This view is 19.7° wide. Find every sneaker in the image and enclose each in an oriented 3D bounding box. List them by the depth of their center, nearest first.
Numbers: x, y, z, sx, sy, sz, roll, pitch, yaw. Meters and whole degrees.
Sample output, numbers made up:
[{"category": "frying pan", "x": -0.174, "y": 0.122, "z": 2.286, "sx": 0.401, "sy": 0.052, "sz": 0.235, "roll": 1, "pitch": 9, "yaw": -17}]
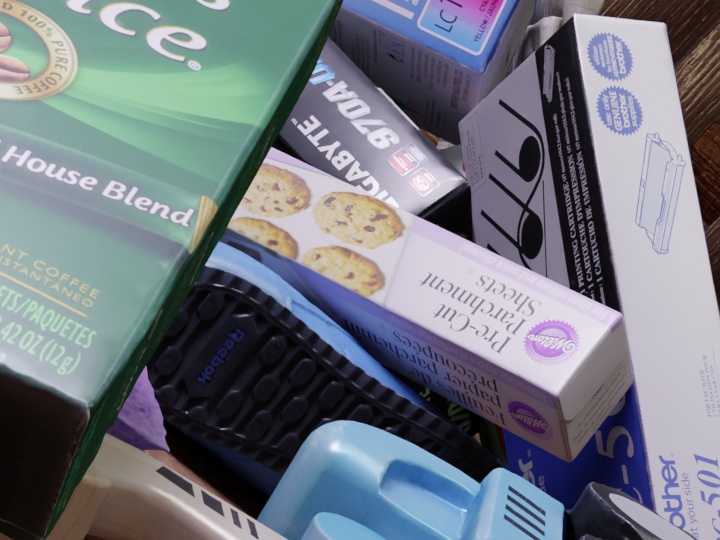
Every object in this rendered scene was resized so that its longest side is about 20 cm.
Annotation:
[{"category": "sneaker", "x": -0.008, "y": 0.056, "z": 0.708, "sx": 0.200, "sy": 0.066, "sz": 0.078, "roll": 42, "pitch": 4, "yaw": -17}]

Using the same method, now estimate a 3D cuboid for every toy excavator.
[{"category": "toy excavator", "x": -0.015, "y": 0.079, "z": 0.509, "sx": 0.199, "sy": 0.100, "sz": 0.194, "roll": 31, "pitch": 7, "yaw": 4}]

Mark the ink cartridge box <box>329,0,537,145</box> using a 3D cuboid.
[{"category": "ink cartridge box", "x": -0.023, "y": -0.140, "z": 0.897, "sx": 0.198, "sy": 0.077, "sz": 0.137, "roll": 25, "pitch": -9, "yaw": 4}]

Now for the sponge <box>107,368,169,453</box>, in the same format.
[{"category": "sponge", "x": -0.122, "y": -0.033, "z": 0.598, "sx": 0.111, "sy": 0.030, "sz": 0.201, "roll": 36, "pitch": 21, "yaw": -43}]

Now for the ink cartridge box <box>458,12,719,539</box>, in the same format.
[{"category": "ink cartridge box", "x": 0.085, "y": 0.021, "z": 0.740, "sx": 0.044, "sy": 0.094, "sz": 0.202, "roll": 2, "pitch": 69, "yaw": -25}]

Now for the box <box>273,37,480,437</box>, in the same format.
[{"category": "box", "x": -0.016, "y": -0.021, "z": 0.857, "sx": 0.159, "sy": 0.046, "sz": 0.201, "roll": 48, "pitch": -17, "yaw": 26}]

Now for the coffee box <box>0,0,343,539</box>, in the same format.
[{"category": "coffee box", "x": -0.082, "y": -0.040, "z": 0.460, "sx": 0.122, "sy": 0.044, "sz": 0.201, "roll": 26, "pitch": 37, "yaw": 1}]

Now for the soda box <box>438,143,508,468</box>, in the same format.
[{"category": "soda box", "x": 0.080, "y": 0.043, "z": 0.896, "sx": 0.068, "sy": 0.063, "sz": 0.202, "roll": -119, "pitch": -166, "yaw": -65}]

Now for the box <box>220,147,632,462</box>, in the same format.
[{"category": "box", "x": 0.000, "y": 0.000, "z": 0.710, "sx": 0.199, "sy": 0.041, "sz": 0.039, "roll": 27, "pitch": -28, "yaw": 31}]

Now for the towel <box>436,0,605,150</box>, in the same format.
[{"category": "towel", "x": 0.056, "y": -0.044, "z": 1.018, "sx": 0.034, "sy": 0.202, "sz": 0.193, "roll": 21, "pitch": -2, "yaw": -6}]
